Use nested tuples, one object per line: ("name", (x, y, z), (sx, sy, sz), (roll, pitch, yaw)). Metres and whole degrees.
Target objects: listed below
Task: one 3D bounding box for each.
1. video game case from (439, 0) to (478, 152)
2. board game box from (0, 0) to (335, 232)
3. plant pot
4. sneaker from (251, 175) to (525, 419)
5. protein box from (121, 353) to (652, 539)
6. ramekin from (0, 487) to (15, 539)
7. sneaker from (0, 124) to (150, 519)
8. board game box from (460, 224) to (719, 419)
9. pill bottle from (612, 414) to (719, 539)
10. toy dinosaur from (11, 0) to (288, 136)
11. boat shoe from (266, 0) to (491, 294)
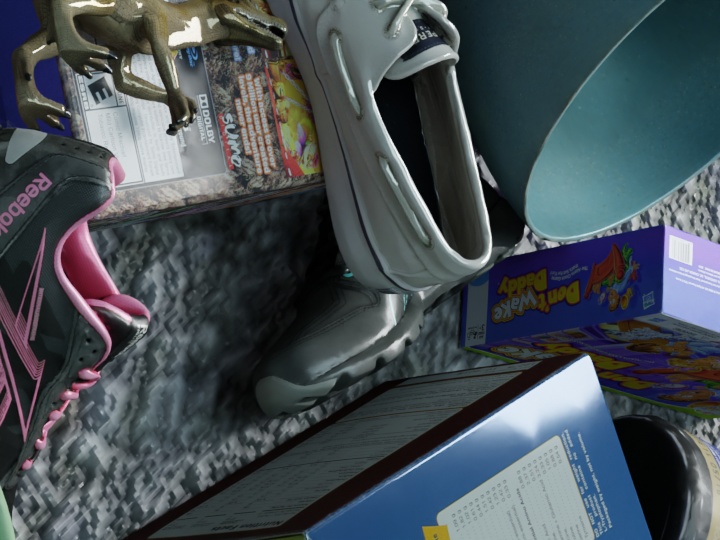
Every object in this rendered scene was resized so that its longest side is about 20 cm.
("video game case", (0.061, -0.184, 1.243), (0.181, 0.036, 0.201), (-37, 107, -42))
("board game box", (-0.084, -0.105, 1.045), (0.199, 0.096, 0.161), (-11, 90, -44))
("plant pot", (0.115, -0.132, 1.151), (0.199, 0.201, 0.135), (-17, 58, -44))
("sneaker", (0.000, 0.000, 1.135), (0.079, 0.075, 0.200), (55, 41, -6))
("protein box", (0.027, 0.170, 1.070), (0.199, 0.134, 0.200), (-28, 101, -43))
("ramekin", (-0.228, 0.115, 0.837), (0.199, 0.097, 0.202), (-3, 95, -35))
("sneaker", (-0.130, 0.035, 0.933), (0.079, 0.095, 0.201), (-86, -179, -66))
("board game box", (0.168, 0.031, 1.235), (0.199, 0.134, 0.045), (17, 71, -40))
("pill bottle", (0.190, 0.157, 1.247), (0.199, 0.111, 0.113), (28, 64, -37))
("toy dinosaur", (-0.111, -0.110, 0.928), (0.200, 0.058, 0.102), (33, 45, -42))
("boat shoe", (0.010, -0.090, 1.018), (0.072, 0.065, 0.202), (-11, 90, -44))
